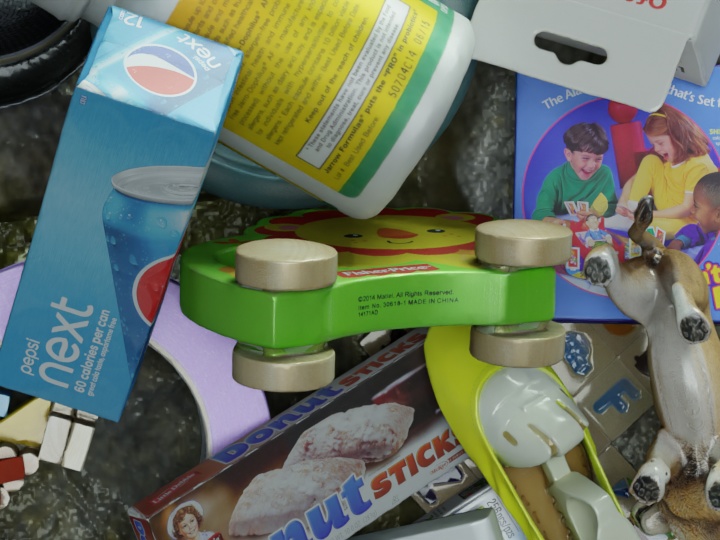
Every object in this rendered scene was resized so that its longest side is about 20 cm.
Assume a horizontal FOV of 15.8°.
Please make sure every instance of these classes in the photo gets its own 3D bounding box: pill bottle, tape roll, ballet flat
[{"bbox_3d":[-0.056,-0.118,1.236,0.200,0.113,0.113,29,89,-9],"label":"pill bottle"},{"bbox_3d":[-0.146,0.092,1.339,0.200,0.066,0.200,0,92,-6],"label":"tape roll"},{"bbox_3d":[0.101,0.104,1.318,0.067,0.067,0.200,-29,94,-20],"label":"ballet flat"}]

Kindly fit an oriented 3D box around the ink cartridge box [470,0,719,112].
[{"bbox_3d":[0.140,-0.172,1.319,0.117,0.067,0.200,19,77,19],"label":"ink cartridge box"}]

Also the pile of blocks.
[{"bbox_3d":[-0.211,0.106,1.270,0.200,0.062,0.082,-39,95,-3],"label":"pile of blocks"}]

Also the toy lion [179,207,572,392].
[{"bbox_3d":[0.000,0.000,1.269,0.200,0.192,0.069,-5,104,-27],"label":"toy lion"}]

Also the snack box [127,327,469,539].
[{"bbox_3d":[-0.023,0.104,1.317,0.200,0.024,0.072,-31,114,-28],"label":"snack box"}]

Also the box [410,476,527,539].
[{"bbox_3d":[0.115,0.197,1.376,0.110,0.035,0.200,-33,95,-4],"label":"box"}]

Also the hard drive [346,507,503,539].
[{"bbox_3d":[0.033,0.232,1.351,0.132,0.027,0.200,-14,100,15],"label":"hard drive"}]

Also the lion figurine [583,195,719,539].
[{"bbox_3d":[0.160,0.051,1.288,0.072,0.122,0.200,-2,102,16],"label":"lion figurine"}]

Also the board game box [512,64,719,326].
[{"bbox_3d":[0.180,-0.038,1.345,0.200,0.045,0.135,1,87,9],"label":"board game box"}]

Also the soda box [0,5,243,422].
[{"bbox_3d":[-0.116,-0.023,1.215,0.068,0.064,0.200,19,133,-4],"label":"soda box"}]

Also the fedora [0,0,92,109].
[{"bbox_3d":[-0.213,-0.175,1.308,0.200,0.092,0.201,0,92,-6],"label":"fedora"}]

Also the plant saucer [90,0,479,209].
[{"bbox_3d":[-0.038,-0.125,1.306,0.200,0.027,0.200,0,106,-1],"label":"plant saucer"}]

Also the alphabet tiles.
[{"bbox_3d":[0.101,0.079,1.391,0.167,0.008,0.200,-42,95,-2],"label":"alphabet tiles"}]
